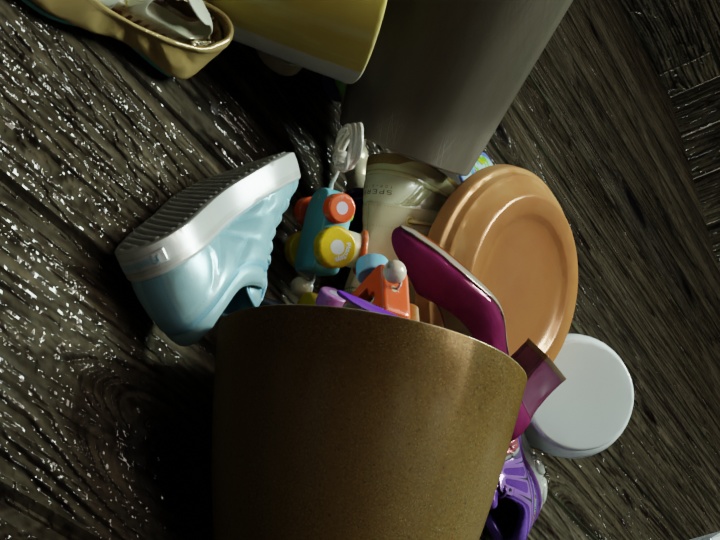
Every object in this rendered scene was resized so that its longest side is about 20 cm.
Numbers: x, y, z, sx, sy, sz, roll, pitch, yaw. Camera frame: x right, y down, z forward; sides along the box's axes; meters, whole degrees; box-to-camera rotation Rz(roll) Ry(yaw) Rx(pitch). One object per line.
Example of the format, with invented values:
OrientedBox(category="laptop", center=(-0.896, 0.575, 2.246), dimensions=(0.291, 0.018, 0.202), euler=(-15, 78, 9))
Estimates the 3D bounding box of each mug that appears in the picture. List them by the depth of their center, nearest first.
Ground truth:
OrientedBox(category="mug", center=(-0.058, -0.237, 0.881), dimensions=(0.152, 0.187, 0.151), euler=(11, 58, -12))

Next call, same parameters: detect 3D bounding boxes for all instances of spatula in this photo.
OrientedBox(category="spatula", center=(-0.024, 0.027, 0.757), dimensions=(0.056, 0.199, 0.021), euler=(25, 76, -36))

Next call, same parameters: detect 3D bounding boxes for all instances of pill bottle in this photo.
OrientedBox(category="pill bottle", center=(0.196, 0.119, 1.159), dimensions=(0.200, 0.113, 0.115), euler=(64, 7, -83))

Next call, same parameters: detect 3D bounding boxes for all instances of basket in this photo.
OrientedBox(category="basket", center=(0.068, -0.188, 0.947), dimensions=(0.179, 0.202, 0.136), euler=(25, 11, 15))

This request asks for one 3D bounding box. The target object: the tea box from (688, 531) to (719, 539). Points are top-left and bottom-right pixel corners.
OrientedBox(category="tea box", center=(0.248, 0.345, 1.038), dimensions=(0.133, 0.199, 0.199), euler=(13, 57, -64))

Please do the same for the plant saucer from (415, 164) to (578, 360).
OrientedBox(category="plant saucer", center=(0.120, 0.016, 0.992), dimensions=(0.199, 0.037, 0.202), euler=(-11, 105, -46))

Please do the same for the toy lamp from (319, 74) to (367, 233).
OrientedBox(category="toy lamp", center=(-0.005, -0.127, 1.078), dimensions=(0.058, 0.058, 0.202), euler=(41, 34, -48))

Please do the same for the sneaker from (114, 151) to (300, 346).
OrientedBox(category="sneaker", center=(-0.087, -0.014, 0.784), dimensions=(0.200, 0.073, 0.083), euler=(-46, 120, -57))

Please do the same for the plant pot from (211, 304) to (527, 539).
OrientedBox(category="plant pot", center=(-0.010, 0.143, 0.689), dimensions=(0.186, 0.185, 0.202), euler=(37, 58, -52))

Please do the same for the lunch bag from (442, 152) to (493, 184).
OrientedBox(category="lunch bag", center=(0.120, -0.016, 1.230), dimensions=(0.161, 0.082, 0.202), euler=(-17, 85, -67))

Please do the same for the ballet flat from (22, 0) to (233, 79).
OrientedBox(category="ballet flat", center=(-0.152, -0.183, 0.784), dimensions=(0.200, 0.063, 0.069), euler=(20, 53, -61))

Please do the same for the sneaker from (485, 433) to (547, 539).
OrientedBox(category="sneaker", center=(0.108, 0.157, 1.055), dimensions=(0.201, 0.080, 0.084), euler=(59, 30, -22))

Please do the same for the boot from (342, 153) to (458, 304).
OrientedBox(category="boot", center=(0.064, 0.010, 1.007), dimensions=(0.199, 0.072, 0.157), euler=(28, 70, -42))

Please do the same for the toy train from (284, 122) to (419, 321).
OrientedBox(category="toy train", center=(0.000, 0.000, 0.857), dimensions=(0.055, 0.150, 0.201), euler=(17, 43, -24))

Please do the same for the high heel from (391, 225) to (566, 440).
OrientedBox(category="high heel", center=(0.066, 0.057, 0.890), dimensions=(0.200, 0.096, 0.067), euler=(45, 1, -26))

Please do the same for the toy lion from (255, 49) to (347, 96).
OrientedBox(category="toy lion", center=(0.003, -0.216, 1.073), dimensions=(0.190, 0.069, 0.202), euler=(20, 49, -31))
